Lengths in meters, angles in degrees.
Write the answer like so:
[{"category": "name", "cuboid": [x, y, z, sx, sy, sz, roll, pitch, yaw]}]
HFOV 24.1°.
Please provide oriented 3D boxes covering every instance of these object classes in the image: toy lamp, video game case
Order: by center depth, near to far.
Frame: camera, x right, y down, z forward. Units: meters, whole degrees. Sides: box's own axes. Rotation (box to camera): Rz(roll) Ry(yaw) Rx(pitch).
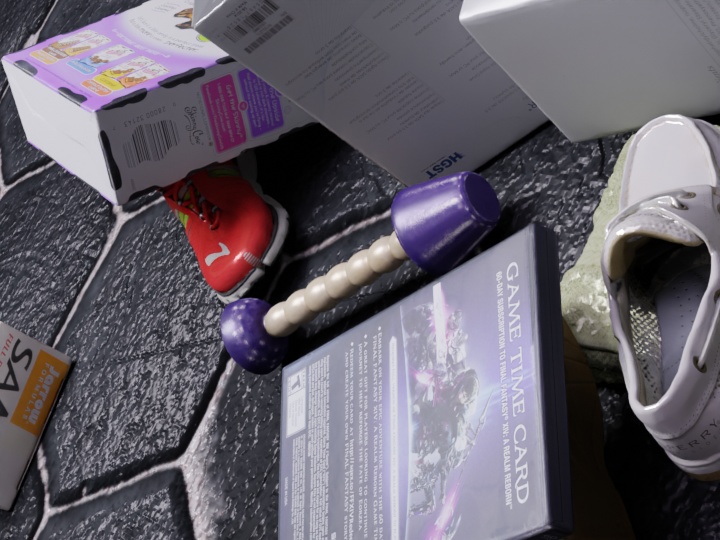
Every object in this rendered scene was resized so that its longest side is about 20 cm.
[{"category": "video game case", "cuboid": [0.024, 0.080, 0.793, 0.200, 0.019, 0.144, -31, 50, 45]}, {"category": "toy lamp", "cuboid": [0.000, 0.000, 1.015, 0.200, 0.058, 0.058, -29, 42, 36]}]

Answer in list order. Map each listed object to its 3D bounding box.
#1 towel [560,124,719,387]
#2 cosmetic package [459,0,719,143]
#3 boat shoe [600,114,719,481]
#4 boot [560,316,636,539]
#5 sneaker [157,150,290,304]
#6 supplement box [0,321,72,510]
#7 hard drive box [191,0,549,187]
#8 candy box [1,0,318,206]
[{"category": "towel", "cuboid": [0.177, -0.007, 0.811, 0.200, 0.036, 0.149, 8, 68, 54]}, {"category": "cosmetic package", "cuboid": [0.179, -0.193, 0.867, 0.199, 0.123, 0.200, -10, 53, 41]}, {"category": "boat shoe", "cuboid": [0.142, -0.006, 0.757, 0.071, 0.069, 0.201, -33, 38, 31]}, {"category": "boot", "cuboid": [0.048, 0.110, 0.822, 0.155, 0.073, 0.201, -33, 60, 35]}, {"category": "sneaker", "cuboid": [-0.111, -0.049, 1.169, 0.077, 0.085, 0.200, -50, 33, 13]}, {"category": "supplement box", "cuboid": [-0.324, 0.111, 1.316, 0.199, 0.073, 0.127, -5, 59, 50]}, {"category": "hard drive box", "cuboid": [0.027, -0.150, 0.975, 0.156, 0.200, 0.077, -32, 39, 30]}, {"category": "candy box", "cuboid": [-0.120, -0.133, 1.163, 0.199, 0.072, 0.168, -25, 30, -23]}]
